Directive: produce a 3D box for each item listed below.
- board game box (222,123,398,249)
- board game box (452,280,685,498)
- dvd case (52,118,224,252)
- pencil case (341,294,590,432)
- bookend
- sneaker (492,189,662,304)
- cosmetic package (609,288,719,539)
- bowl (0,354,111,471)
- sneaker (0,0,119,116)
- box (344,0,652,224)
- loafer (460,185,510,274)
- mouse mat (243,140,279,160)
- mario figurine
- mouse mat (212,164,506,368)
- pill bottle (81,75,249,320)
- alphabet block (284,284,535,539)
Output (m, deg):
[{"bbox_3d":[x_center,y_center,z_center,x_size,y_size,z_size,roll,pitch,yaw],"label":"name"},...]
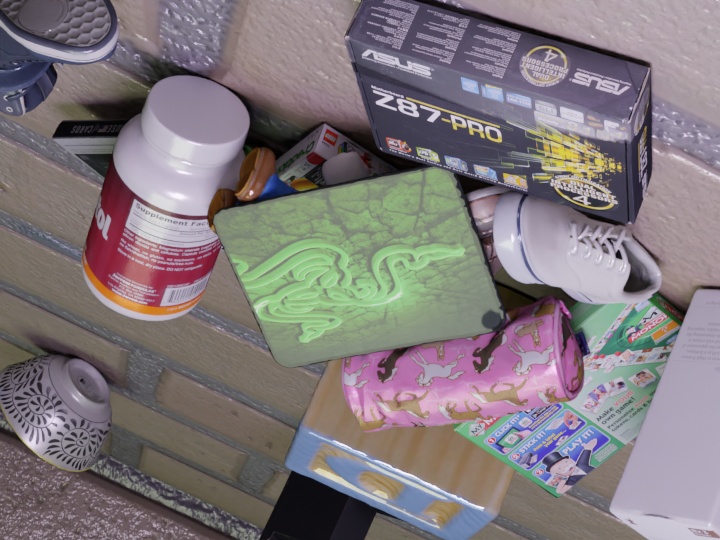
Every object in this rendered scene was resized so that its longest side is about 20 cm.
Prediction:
[{"bbox_3d":[-0.035,-0.044,1.483,0.126,0.035,0.200,31,147,-20],"label":"board game box"},{"bbox_3d":[0.193,0.098,1.465,0.135,0.029,0.200,36,115,-29],"label":"board game box"},{"bbox_3d":[-0.167,-0.075,1.591,0.150,0.025,0.200,3,151,47],"label":"dvd case"},{"bbox_3d":[0.081,0.077,1.407,0.200,0.087,0.083,-12,112,23],"label":"pencil case"},{"bbox_3d":[0.009,0.294,2.189,0.200,0.199,0.092,12,156,33],"label":"bookend"},{"bbox_3d":[0.166,-0.020,1.302,0.071,0.073,0.200,-4,168,32],"label":"sneaker"},{"bbox_3d":[0.280,0.115,1.329,0.074,0.200,0.102,37,159,-34],"label":"cosmetic package"},{"bbox_3d":[-0.439,0.194,2.606,0.094,0.201,0.201,-41,124,21],"label":"bowl"},{"bbox_3d":[-0.251,-0.176,1.374,0.202,0.077,0.146,26,154,30],"label":"sneaker"},{"bbox_3d":[0.098,-0.109,1.180,0.200,0.049,0.161,19,159,16],"label":"box"},{"bbox_3d":[0.096,-0.015,1.393,0.072,0.063,0.200,-11,168,-9],"label":"loafer"},{"bbox_3d":[-0.107,-0.080,1.575,0.161,0.008,0.200,28,161,-9],"label":"mouse mat"},{"bbox_3d":[-0.022,-0.028,1.401,0.200,0.106,0.123,31,162,-21],"label":"mario figurine"},{"bbox_3d":[0.000,0.000,1.344,0.200,0.008,0.161,-11,123,19],"label":"mouse mat"},{"bbox_3d":[-0.160,-0.061,1.449,0.113,0.113,0.200,25,131,0],"label":"pill bottle"},{"bbox_3d":[0.060,0.117,1.622,0.196,0.200,0.195,25,161,-1],"label":"alphabet block"}]
